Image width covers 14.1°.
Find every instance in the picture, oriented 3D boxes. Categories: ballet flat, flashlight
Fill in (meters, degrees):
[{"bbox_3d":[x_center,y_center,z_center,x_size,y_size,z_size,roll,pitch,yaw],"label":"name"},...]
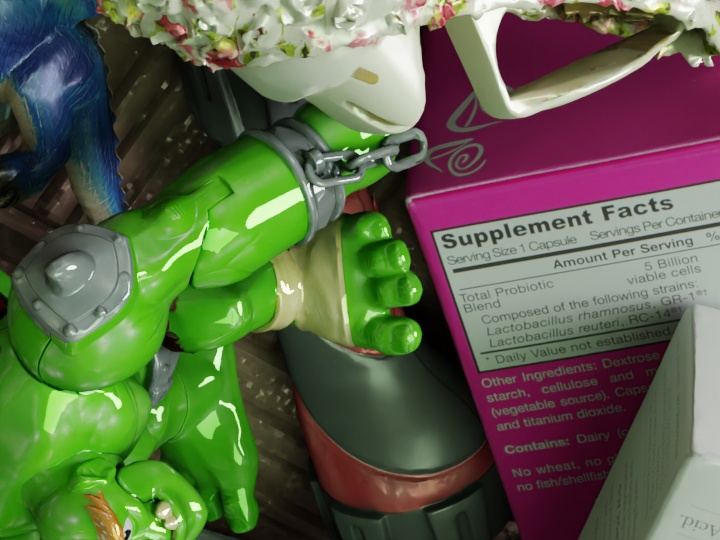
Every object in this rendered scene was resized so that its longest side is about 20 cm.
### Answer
[{"bbox_3d":[0.023,-0.068,0.750,0.199,0.076,0.064,-11,98,-26],"label":"ballet flat"},{"bbox_3d":[0.000,0.000,0.869,0.067,0.068,0.201,-22,125,-12],"label":"flashlight"}]

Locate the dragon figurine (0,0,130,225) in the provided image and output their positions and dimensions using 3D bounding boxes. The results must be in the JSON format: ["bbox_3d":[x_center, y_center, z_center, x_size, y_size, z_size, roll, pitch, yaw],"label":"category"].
[{"bbox_3d":[-0.086,-0.076,0.789,0.099,0.059,0.200,-46,125,5],"label":"dragon figurine"}]

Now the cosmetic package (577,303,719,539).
[{"bbox_3d":[0.106,0.114,0.845,0.101,0.074,0.201,16,127,-4],"label":"cosmetic package"}]

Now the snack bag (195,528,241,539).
[{"bbox_3d":[-0.144,0.139,0.907,0.188,0.021,0.200,26,104,-34],"label":"snack bag"}]

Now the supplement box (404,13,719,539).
[{"bbox_3d":[0.089,0.018,0.882,0.103,0.101,0.201,-9,126,13],"label":"supplement box"}]

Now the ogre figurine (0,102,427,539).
[{"bbox_3d":[-0.065,0.034,0.803,0.120,0.098,0.200,-19,169,-44],"label":"ogre figurine"}]
